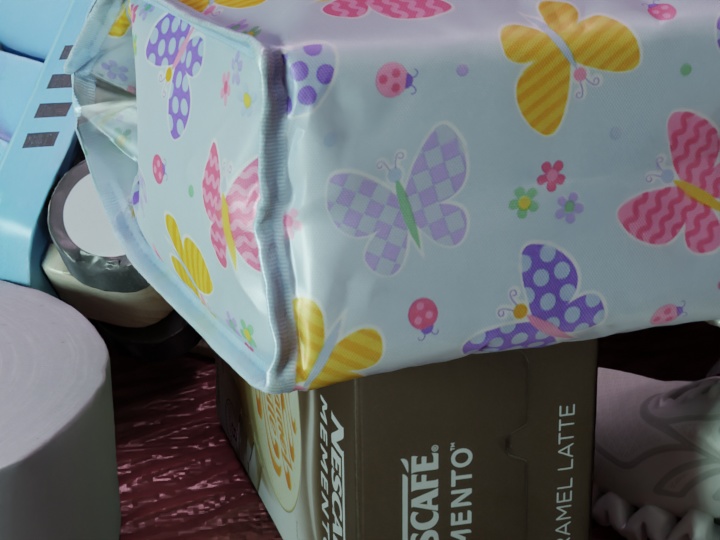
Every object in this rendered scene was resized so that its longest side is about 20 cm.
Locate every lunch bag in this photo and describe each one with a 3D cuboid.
[{"bbox_3d":[0.011,-0.052,0.805,0.169,0.127,0.200,-7,17,-19],"label":"lunch bag"}]

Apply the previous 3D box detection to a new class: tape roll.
[{"bbox_3d":[-0.183,0.066,0.898,0.200,0.066,0.200,-2,24,1],"label":"tape roll"}]

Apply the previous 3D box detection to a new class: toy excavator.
[{"bbox_3d":[-0.135,-0.083,1.019,0.200,0.195,0.100,16,-18,11],"label":"toy excavator"}]

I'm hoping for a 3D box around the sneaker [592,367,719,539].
[{"bbox_3d":[0.139,0.060,0.877,0.075,0.081,0.200,-23,29,-37],"label":"sneaker"}]

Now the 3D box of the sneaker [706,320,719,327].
[{"bbox_3d":[0.147,-0.001,0.827,0.075,0.100,0.200,-7,48,-15],"label":"sneaker"}]

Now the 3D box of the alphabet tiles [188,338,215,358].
[{"bbox_3d":[0.000,0.000,1.118,0.166,0.006,0.200,11,26,29],"label":"alphabet tiles"}]

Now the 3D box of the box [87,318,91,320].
[{"bbox_3d":[-0.063,-0.031,1.124,0.200,0.049,0.160,-3,19,5],"label":"box"}]

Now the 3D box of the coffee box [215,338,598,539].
[{"bbox_3d":[0.009,0.037,0.893,0.080,0.115,0.200,-7,23,-14],"label":"coffee box"}]

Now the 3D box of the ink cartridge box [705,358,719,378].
[{"bbox_3d":[0.220,-0.022,0.949,0.200,0.050,0.162,-46,-3,-6],"label":"ink cartridge box"}]
